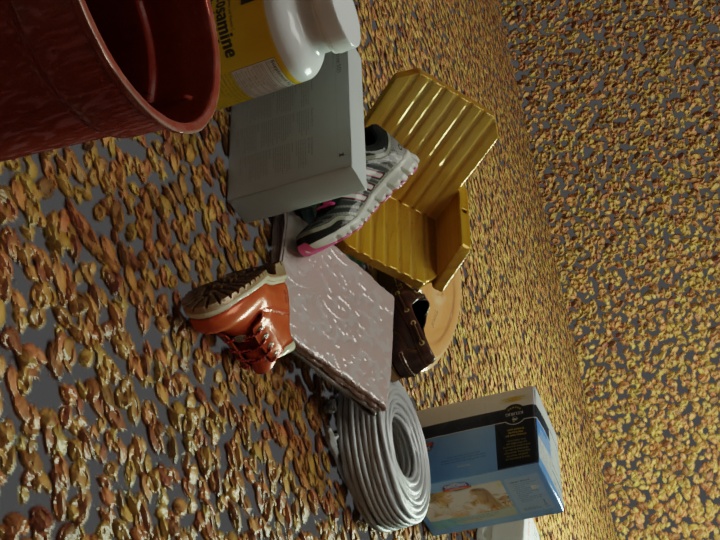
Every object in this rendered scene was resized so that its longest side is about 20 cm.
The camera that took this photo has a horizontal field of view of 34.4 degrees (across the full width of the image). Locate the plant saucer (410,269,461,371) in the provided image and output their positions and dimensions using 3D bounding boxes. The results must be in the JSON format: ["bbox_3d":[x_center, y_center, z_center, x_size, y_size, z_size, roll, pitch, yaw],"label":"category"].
[{"bbox_3d":[0.099,0.045,1.669,0.200,0.032,0.203,-21,114,-58],"label":"plant saucer"}]

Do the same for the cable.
[{"bbox_3d":[0.030,0.221,1.448,0.200,0.068,0.202,-58,131,-67],"label":"cable"}]

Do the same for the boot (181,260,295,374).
[{"bbox_3d":[-0.111,0.054,1.154,0.200,0.074,0.109,-19,99,-73],"label":"boot"}]

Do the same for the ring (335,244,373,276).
[{"bbox_3d":[0.000,0.000,1.536,0.200,0.019,0.203,-16,90,-73],"label":"ring"}]

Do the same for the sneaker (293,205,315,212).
[{"bbox_3d":[-0.078,-0.154,1.416,0.091,0.077,0.202,53,36,-44],"label":"sneaker"}]

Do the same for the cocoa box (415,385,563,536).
[{"bbox_3d":[0.171,0.269,1.628,0.132,0.197,0.134,-87,155,-43],"label":"cocoa box"}]

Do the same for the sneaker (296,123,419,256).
[{"bbox_3d":[-0.019,-0.100,1.368,0.200,0.074,0.088,-46,103,-26],"label":"sneaker"}]

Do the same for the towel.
[{"bbox_3d":[-0.034,0.048,1.368,0.200,0.032,0.193,41,36,-31],"label":"towel"}]

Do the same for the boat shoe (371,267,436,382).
[{"bbox_3d":[0.059,0.058,1.502,0.071,0.070,0.201,49,21,-39],"label":"boat shoe"}]

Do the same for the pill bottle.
[{"bbox_3d":[-0.105,-0.237,1.190,0.112,0.198,0.114,-15,90,-73],"label":"pill bottle"}]

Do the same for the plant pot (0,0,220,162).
[{"bbox_3d":[-0.224,-0.161,0.770,0.201,0.193,0.204,-15,90,-73],"label":"plant pot"}]

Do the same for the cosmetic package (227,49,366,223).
[{"bbox_3d":[-0.072,-0.163,1.316,0.052,0.149,0.202,52,29,-50],"label":"cosmetic package"}]

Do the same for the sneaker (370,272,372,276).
[{"bbox_3d":[0.068,0.059,1.707,0.201,0.074,0.082,55,35,-46],"label":"sneaker"}]

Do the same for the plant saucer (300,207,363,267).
[{"bbox_3d":[-0.044,-0.089,1.547,0.200,0.027,0.203,-16,90,-73],"label":"plant saucer"}]

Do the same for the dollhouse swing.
[{"bbox_3d":[0.075,-0.115,1.472,0.198,0.176,0.183,26,42,-25],"label":"dollhouse swing"}]

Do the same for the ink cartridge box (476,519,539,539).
[{"bbox_3d":[0.259,0.501,1.901,0.146,0.082,0.202,-72,143,-60],"label":"ink cartridge box"}]
